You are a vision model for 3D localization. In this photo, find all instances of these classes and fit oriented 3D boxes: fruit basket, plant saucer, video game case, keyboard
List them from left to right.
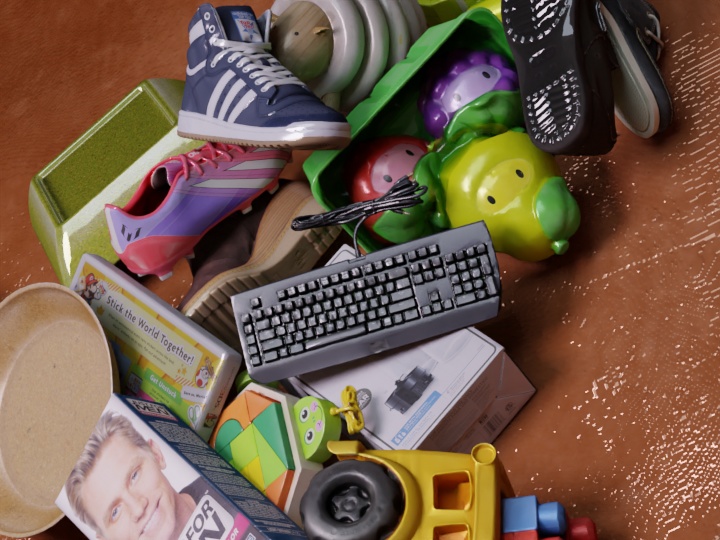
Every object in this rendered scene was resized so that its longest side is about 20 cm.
[{"bbox_3d":[-0.248,0.111,1.667,0.200,0.035,0.201,-12,72,41],"label":"plant saucer"},{"bbox_3d":[-0.189,0.107,1.653,0.200,0.023,0.182,32,103,43],"label":"video game case"},{"bbox_3d":[-0.211,-0.088,1.854,0.200,0.048,0.200,-41,28,0],"label":"plant saucer"},{"bbox_3d":[0.000,0.000,1.561,0.199,0.021,0.127,-17,70,8],"label":"keyboard"},{"bbox_3d":[0.077,-0.083,1.629,0.215,0.156,0.216,-34,28,20],"label":"fruit basket"}]

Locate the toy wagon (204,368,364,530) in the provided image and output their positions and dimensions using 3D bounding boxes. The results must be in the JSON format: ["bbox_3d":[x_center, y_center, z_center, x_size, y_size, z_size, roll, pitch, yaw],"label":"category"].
[{"bbox_3d":[-0.073,0.147,1.563,0.200,0.040,0.155,-43,46,35],"label":"toy wagon"}]

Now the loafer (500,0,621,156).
[{"bbox_3d":[0.156,-0.167,1.613,0.073,0.071,0.201,-22,56,36],"label":"loafer"}]

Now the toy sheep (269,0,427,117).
[{"bbox_3d":[-0.008,-0.185,1.750,0.138,0.200,0.138,6,102,33],"label":"toy sheep"}]

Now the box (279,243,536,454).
[{"bbox_3d":[0.021,0.074,1.591,0.117,0.060,0.200,-48,43,-7],"label":"box"}]

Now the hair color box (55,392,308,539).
[{"bbox_3d":[-0.126,0.183,1.519,0.200,0.060,0.100,37,103,39],"label":"hair color box"}]

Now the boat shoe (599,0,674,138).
[{"bbox_3d":[0.209,-0.188,1.667,0.067,0.072,0.200,-11,51,-11],"label":"boat shoe"}]

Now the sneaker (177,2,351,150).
[{"bbox_3d":[-0.075,-0.149,1.623,0.200,0.070,0.109,11,97,53],"label":"sneaker"}]

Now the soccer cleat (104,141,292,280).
[{"bbox_3d":[-0.126,-0.074,1.705,0.067,0.077,0.200,10,44,44],"label":"soccer cleat"}]

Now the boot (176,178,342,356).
[{"bbox_3d":[-0.119,-0.003,1.743,0.200,0.072,0.166,-44,33,-21],"label":"boot"}]

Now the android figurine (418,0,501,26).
[{"bbox_3d":[0.111,-0.275,1.822,0.200,0.041,0.182,-21,47,20],"label":"android figurine"}]

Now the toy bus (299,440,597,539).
[{"bbox_3d":[0.062,0.217,1.414,0.191,0.136,0.200,-4,55,13],"label":"toy bus"}]
